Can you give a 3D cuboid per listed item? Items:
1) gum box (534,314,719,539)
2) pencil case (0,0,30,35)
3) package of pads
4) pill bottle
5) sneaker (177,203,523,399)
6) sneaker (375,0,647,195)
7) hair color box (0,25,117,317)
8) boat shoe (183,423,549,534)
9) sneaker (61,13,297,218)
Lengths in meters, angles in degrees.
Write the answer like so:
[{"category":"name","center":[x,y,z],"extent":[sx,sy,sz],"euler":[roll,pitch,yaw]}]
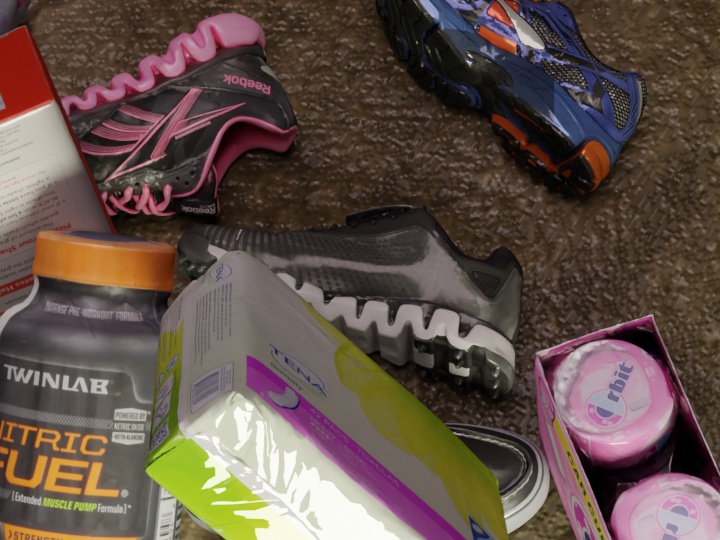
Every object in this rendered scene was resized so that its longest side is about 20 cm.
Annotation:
[{"category":"gum box","center":[0.150,0.140,1.049],"extent":[0.066,0.114,0.201],"euler":[-19,64,-3]},{"category":"pencil case","center":[-0.260,-0.099,1.226],"extent":[0.082,0.091,0.202],"euler":[13,65,13]},{"category":"package of pads","center":[-0.010,0.095,0.996],"extent":[0.068,0.200,0.155],"euler":[-41,21,15]},{"category":"pill bottle","center":[-0.138,0.082,1.071],"extent":[0.105,0.106,0.202],"euler":[7,93,10]},{"category":"sneaker","center":[0.000,0.000,1.164],"extent":[0.198,0.067,0.091],"euler":[17,64,10]},{"category":"sneaker","center":[0.082,-0.129,1.220],"extent":[0.078,0.076,0.200],"euler":[-39,74,-22]},{"category":"hair color box","center":[-0.184,-0.025,1.116],"extent":[0.101,0.201,0.062],"euler":[-22,52,-6]},{"category":"boat shoe","center":[-0.001,0.109,1.112],"extent":[0.198,0.057,0.069],"euler":[-3,63,5]},{"category":"sneaker","center":[-0.123,-0.061,1.208],"extent":[0.199,0.079,0.096],"euler":[-32,76,-8]}]
